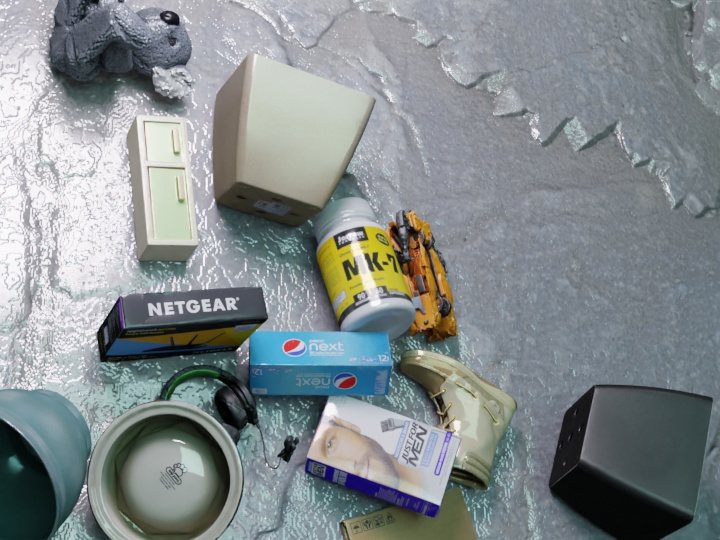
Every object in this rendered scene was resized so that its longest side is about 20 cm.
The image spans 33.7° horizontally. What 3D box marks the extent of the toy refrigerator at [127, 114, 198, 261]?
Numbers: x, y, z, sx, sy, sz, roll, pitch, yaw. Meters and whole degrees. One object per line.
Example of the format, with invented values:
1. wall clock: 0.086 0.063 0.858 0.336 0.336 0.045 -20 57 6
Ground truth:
1. toy refrigerator: -0.285 -0.120 1.712 0.075 0.070 0.202 1 69 -24

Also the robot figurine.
1. robot figurine: 0.091 0.004 1.820 0.145 0.058 0.202 24 47 -62

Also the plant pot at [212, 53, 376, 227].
1. plant pot: -0.118 -0.176 1.751 0.199 0.200 0.179 18 74 -18

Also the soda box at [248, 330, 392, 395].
1. soda box: -0.058 0.131 1.677 0.198 0.065 0.068 1 42 -6

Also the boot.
1. boot: 0.127 0.221 1.769 0.199 0.073 0.156 31 61 -14

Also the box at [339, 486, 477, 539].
1. box: 0.082 0.412 1.696 0.199 0.021 0.165 -10 75 -28

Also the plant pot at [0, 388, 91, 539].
1. plant pot: -0.414 0.226 1.457 0.200 0.200 0.134 48 32 0

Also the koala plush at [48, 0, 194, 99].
1. koala plush: -0.333 -0.344 1.748 0.199 0.184 0.178 11 51 -43

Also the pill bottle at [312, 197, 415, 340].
1. pill bottle: 0.000 0.000 1.755 0.113 0.115 0.201 -4 57 -26

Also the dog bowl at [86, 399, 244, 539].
1. dog bowl: -0.247 0.269 1.534 0.198 0.074 0.202 0 83 -1

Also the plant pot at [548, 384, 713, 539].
1. plant pot: 0.399 0.282 1.810 0.176 0.200 0.201 20 62 -2

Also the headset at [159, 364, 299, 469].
1. headset: -0.179 0.203 1.617 0.199 0.094 0.124 30 60 2

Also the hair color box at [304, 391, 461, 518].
1. hair color box: 0.031 0.259 1.677 0.198 0.065 0.110 18 62 6

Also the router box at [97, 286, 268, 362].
1. router box: -0.243 0.073 1.608 0.198 0.149 0.051 -4 70 -26
